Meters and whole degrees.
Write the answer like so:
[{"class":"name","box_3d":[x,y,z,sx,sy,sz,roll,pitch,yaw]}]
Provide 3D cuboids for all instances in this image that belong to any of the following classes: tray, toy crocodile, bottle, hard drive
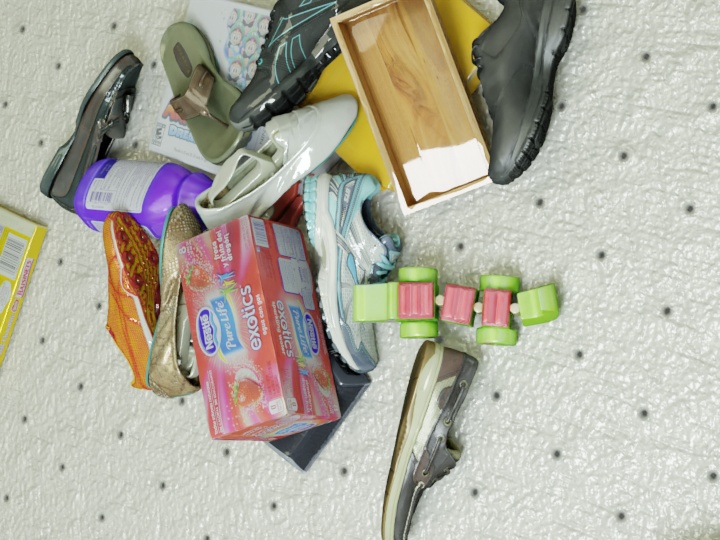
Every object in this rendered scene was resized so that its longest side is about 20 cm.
[{"class":"tray","box_3d":[0.054,-0.165,1.435,0.098,0.037,0.202,-20,93,14]},{"class":"toy crocodile","box_3d":[0.088,0.032,1.404,0.198,0.062,0.068,4,84,12]},{"class":"bottle","box_3d":[-0.216,-0.076,1.622,0.198,0.065,0.084,5,58,32]},{"class":"hard drive","box_3d":[-0.093,0.097,1.536,0.200,0.042,0.135,44,106,29]}]

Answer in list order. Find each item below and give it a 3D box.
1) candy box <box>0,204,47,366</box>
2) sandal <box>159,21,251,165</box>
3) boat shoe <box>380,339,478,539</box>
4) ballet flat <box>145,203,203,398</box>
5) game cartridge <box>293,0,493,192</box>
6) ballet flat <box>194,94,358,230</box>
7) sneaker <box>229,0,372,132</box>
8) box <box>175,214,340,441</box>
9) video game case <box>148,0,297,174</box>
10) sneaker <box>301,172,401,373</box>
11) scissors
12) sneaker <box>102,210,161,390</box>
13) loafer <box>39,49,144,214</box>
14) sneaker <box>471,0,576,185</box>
[{"class":"candy box","box_3d":[-0.443,0.026,1.779,0.102,0.026,0.202,23,95,35]},{"class":"sandal","box_3d":[-0.176,-0.186,1.578,0.080,0.057,0.202,-50,54,23]},{"class":"boat shoe","box_3d":[0.064,0.169,1.410,0.064,0.073,0.202,13,104,0]},{"class":"ballet flat","box_3d":[-0.174,0.033,1.541,0.065,0.070,0.202,7,94,26]},{"class":"game cartridge","box_3d":[0.033,-0.201,1.506,0.176,0.032,0.201,46,108,30]},{"class":"ballet flat","box_3d":[-0.087,-0.111,1.491,0.200,0.069,0.070,-43,63,9]},{"class":"sneaker","box_3d":[-0.065,-0.224,1.496,0.079,0.075,0.200,45,89,8]},{"class":"box","box_3d":[-0.100,0.059,1.462,0.094,0.102,0.202,-20,74,28]},{"class":"video game case","box_3d":[-0.139,-0.194,1.601,0.199,0.024,0.184,21,97,43]},{"class":"sneaker","box_3d":[0.000,0.000,1.465,0.085,0.078,0.202,-11,94,9]},{"class":"scissors","box_3d":[-0.062,-0.091,1.562,0.073,0.014,0.201,39,104,31]},{"class":"sneaker","box_3d":[-0.247,0.037,1.594,0.077,0.073,0.202,-8,101,27]},{"class":"loafer","box_3d":[-0.291,-0.153,1.696,0.063,0.072,0.201,37,111,10]},{"class":"sneaker","box_3d":[0.142,-0.179,1.401,0.090,0.076,0.202,13,81,12]}]
